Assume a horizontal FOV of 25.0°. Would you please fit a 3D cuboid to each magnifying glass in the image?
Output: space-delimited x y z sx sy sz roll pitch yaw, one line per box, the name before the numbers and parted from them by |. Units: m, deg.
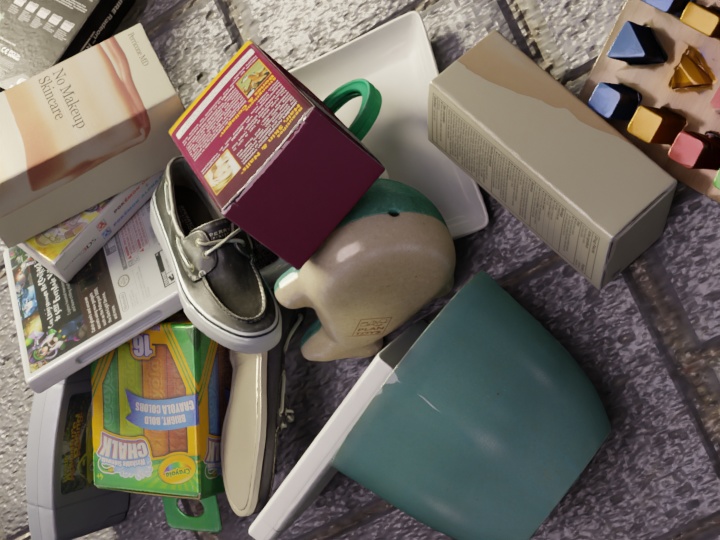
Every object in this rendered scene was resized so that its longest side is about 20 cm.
magnifying glass | -0.059 -0.100 1.415 0.200 0.022 0.080 -35 33 32

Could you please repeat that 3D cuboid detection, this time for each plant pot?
plant pot | 0.101 0.128 1.301 0.161 0.201 0.201 38 110 8

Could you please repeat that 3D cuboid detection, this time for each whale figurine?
whale figurine | 0.000 0.000 1.370 0.200 0.159 0.104 111 148 -53

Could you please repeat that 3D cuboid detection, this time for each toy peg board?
toy peg board | 0.272 -0.161 1.237 0.199 0.098 0.200 33 107 23

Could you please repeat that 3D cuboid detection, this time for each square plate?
square plate | 0.003 -0.099 1.430 0.200 0.028 0.198 -22 82 28

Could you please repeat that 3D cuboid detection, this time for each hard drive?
hard drive | -0.013 0.138 1.392 0.027 0.132 0.200 38 110 7

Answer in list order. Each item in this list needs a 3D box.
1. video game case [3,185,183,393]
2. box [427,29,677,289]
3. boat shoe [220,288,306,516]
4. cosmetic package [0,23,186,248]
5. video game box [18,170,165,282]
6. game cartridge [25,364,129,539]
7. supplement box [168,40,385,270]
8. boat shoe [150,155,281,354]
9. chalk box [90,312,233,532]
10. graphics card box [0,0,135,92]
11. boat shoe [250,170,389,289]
video game case | -0.235 0.000 1.476 0.182 0.023 0.200 -30 40 5
box | 0.149 -0.088 1.299 0.078 0.095 0.200 -40 70 -17
boat shoe | -0.078 0.115 1.414 0.073 0.063 0.200 -17 67 56
cosmetic package | -0.254 -0.120 1.441 0.200 0.087 0.103 -28 56 -4
video game box | -0.282 -0.109 1.519 0.200 0.047 0.182 35 71 28
game cartridge | -0.262 0.155 1.531 0.041 0.133 0.200 10 98 29
supplement box | -0.072 -0.098 1.326 0.110 0.086 0.200 -49 29 6
boat shoe | -0.127 -0.016 1.361 0.200 0.072 0.071 53 149 33
chalk box | -0.162 0.141 1.480 0.124 0.124 0.200 0 92 30
graphics card box | -0.289 -0.251 1.529 0.125 0.051 0.200 28 79 24
boat shoe | -0.064 -0.037 1.415 0.200 0.069 0.072 -27 81 29
